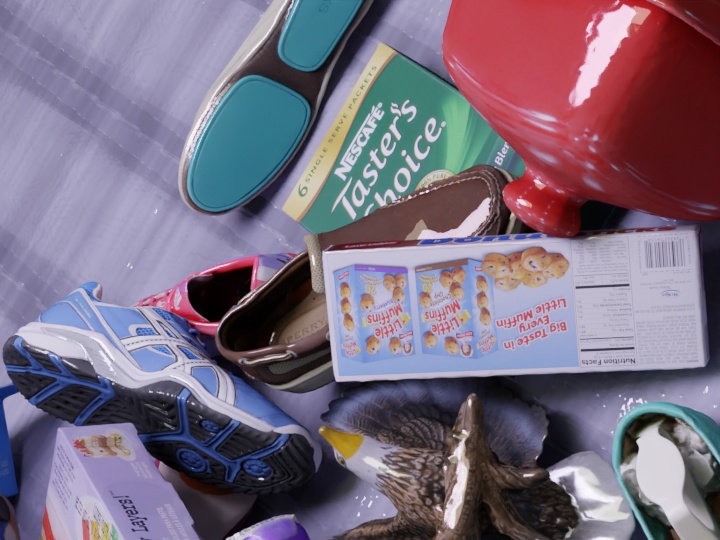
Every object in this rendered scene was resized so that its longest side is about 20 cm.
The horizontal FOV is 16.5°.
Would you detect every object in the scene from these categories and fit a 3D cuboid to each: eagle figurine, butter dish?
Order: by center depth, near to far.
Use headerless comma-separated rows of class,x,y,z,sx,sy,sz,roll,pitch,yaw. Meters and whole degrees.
butter dish,0.124,-0.086,1.258,0.200,0.199,0.148,38,100,45
eagle figurine,0.039,0.120,1.312,0.151,0.200,0.151,-30,86,-13

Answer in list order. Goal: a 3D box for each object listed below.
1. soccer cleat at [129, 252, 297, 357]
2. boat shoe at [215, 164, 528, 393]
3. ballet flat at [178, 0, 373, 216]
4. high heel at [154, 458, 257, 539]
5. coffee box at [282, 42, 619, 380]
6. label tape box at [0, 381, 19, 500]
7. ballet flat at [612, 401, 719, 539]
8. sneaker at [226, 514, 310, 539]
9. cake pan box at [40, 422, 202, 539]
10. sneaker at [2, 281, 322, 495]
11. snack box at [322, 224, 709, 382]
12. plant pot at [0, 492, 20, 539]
soccer cleat,-0.104,0.029,1.503,0.199,0.076,0.067,-16,62,37
boat shoe,0.001,0.005,1.357,0.202,0.075,0.075,-38,52,29
ballet flat,-0.051,-0.125,1.543,0.200,0.069,0.069,-55,45,6
high heel,-0.111,0.169,1.467,0.096,0.067,0.201,-46,26,54
coffee box,0.047,-0.037,1.415,0.200,0.044,0.123,40,101,45
label tape box,-0.293,0.149,1.571,0.200,0.143,0.066,-34,82,27
ballet flat,0.172,0.142,1.201,0.067,0.070,0.201,-43,48,20
sneaker,-0.046,0.225,1.339,0.100,0.069,0.201,44,134,35
cake pan box,-0.130,0.209,1.346,0.200,0.052,0.185,-130,46,-56
sneaker,-0.106,0.063,1.429,0.199,0.076,0.077,25,51,17
snack box,0.080,0.018,1.297,0.199,0.024,0.072,-3,101,15
plant pot,-0.290,0.192,1.379,0.179,0.200,0.201,-26,49,10
